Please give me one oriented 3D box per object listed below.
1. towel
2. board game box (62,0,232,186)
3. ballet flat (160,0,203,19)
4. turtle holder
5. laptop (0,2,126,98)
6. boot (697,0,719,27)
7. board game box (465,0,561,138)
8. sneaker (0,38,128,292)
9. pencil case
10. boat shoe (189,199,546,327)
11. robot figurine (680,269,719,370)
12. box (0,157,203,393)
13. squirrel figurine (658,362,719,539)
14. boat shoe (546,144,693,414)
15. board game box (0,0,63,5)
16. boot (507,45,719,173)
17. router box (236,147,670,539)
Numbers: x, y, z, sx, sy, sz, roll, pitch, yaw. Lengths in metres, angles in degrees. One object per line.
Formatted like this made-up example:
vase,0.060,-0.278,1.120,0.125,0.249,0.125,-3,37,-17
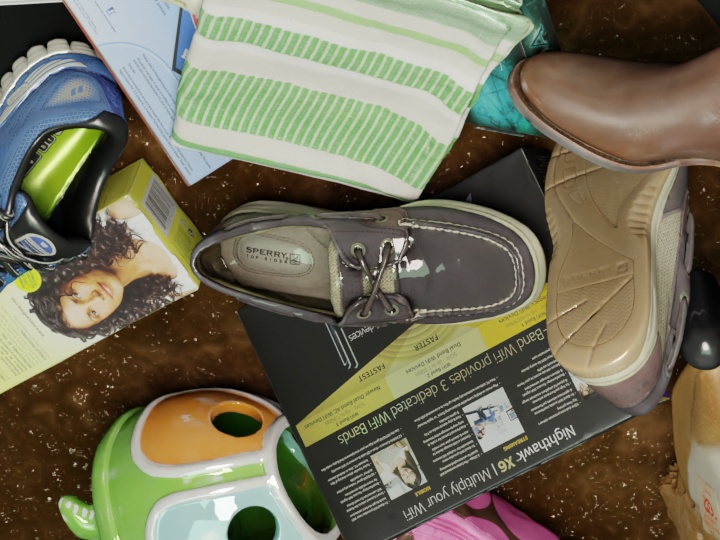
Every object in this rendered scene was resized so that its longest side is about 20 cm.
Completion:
towel,-0.012,-0.097,1.049,0.151,0.024,0.200,13,154,-9
board game box,-0.098,-0.146,1.098,0.103,0.019,0.201,-31,125,1
ballet flat,-0.091,-0.176,1.040,0.067,0.068,0.201,-27,118,13
turtle holder,-0.075,0.158,1.232,0.131,0.141,0.187,-21,85,27
laptop,-0.246,-0.168,1.140,0.199,0.103,0.178,13,125,28
boot,0.170,-0.149,1.031,0.162,0.074,0.198,42,144,-16
board game box,0.030,-0.166,1.056,0.135,0.028,0.201,15,134,49
sneaker,-0.195,-0.027,1.128,0.078,0.089,0.200,26,109,-39
pencil case,0.089,0.181,1.273,0.199,0.094,0.091,31,96,-14
boat shoe,0.000,0.000,1.123,0.199,0.065,0.073,7,110,25
robot figurine,0.250,-0.002,1.082,0.124,0.200,0.151,25,121,-9
box,-0.190,0.015,1.223,0.199,0.050,0.075,-28,114,21
squirrel figurine,0.278,0.110,1.201,0.185,0.142,0.200,-17,162,-13
boat shoe,0.138,-0.014,1.088,0.071,0.201,0.065,-11,136,23
board game box,-0.177,-0.230,1.045,0.198,0.026,0.201,-6,124,-18
boot,0.176,-0.124,0.948,0.185,0.065,0.201,14,140,-2
router box,0.050,0.047,1.174,0.199,0.052,0.158,-29,81,21
